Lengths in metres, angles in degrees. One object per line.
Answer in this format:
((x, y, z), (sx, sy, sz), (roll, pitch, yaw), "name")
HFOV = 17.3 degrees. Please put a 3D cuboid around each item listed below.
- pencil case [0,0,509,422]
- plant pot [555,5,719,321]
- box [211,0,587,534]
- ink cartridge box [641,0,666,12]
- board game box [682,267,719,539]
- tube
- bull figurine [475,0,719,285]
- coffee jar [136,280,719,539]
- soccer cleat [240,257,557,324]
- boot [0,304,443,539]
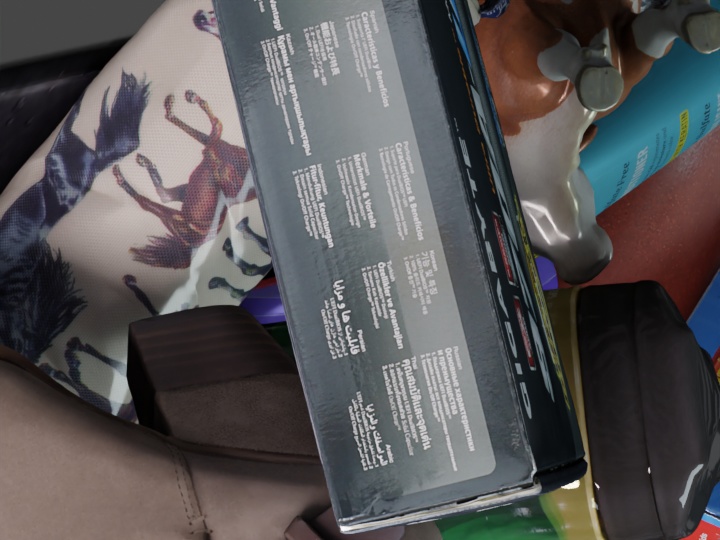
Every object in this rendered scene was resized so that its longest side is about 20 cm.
((-0.046, -0.030, 0.701), (0.200, 0.078, 0.089), (-51, 148, 4), "pencil case")
((0.075, -0.020, 1.038), (0.196, 0.200, 0.201), (-57, 172, -6), "plant pot")
((0.005, -0.041, 0.566), (0.046, 0.201, 0.159), (-15, 174, 8), "box")
((0.069, -0.122, 0.859), (0.200, 0.084, 0.145), (-51, 172, 8), "ink cartridge box")
((0.154, 0.094, 1.031), (0.200, 0.056, 0.196), (-52, 158, -41), "board game box")
((0.086, -0.046, 0.865), (0.200, 0.050, 0.078), (-39, 159, -28), "tube")
((0.066, -0.095, 0.733), (0.065, 0.201, 0.121), (-1, -179, -22), "bull figurine")
((0.018, 0.054, 0.770), (0.199, 0.086, 0.104), (-6, 172, 11), "coffee jar")
((0.000, 0.000, 0.868), (0.199, 0.068, 0.073), (-1, 146, -32), "soccer cleat")
((-0.076, 0.090, 0.606), (0.199, 0.147, 0.070), (-19, 146, -7), "boot")
